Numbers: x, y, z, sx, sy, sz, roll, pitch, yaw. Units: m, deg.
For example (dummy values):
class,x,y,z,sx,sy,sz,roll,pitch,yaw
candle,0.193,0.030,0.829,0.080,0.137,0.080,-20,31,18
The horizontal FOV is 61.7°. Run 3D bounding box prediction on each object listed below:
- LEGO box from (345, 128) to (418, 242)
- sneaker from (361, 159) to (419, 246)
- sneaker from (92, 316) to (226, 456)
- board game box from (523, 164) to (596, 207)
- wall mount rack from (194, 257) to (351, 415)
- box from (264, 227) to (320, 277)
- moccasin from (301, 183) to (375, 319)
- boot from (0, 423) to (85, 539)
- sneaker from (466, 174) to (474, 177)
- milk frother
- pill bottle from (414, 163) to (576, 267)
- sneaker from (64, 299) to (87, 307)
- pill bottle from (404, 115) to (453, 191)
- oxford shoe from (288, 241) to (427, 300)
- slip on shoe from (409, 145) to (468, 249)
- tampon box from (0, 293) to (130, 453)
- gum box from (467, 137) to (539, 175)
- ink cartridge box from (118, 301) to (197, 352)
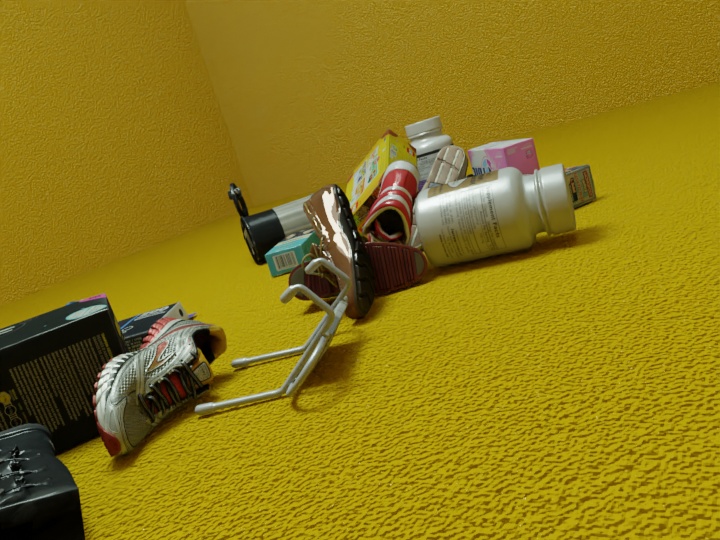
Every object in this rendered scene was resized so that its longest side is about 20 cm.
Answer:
class,x,y,z,sx,sy,sz,roll,pitch,yaw
LEGO box,0.038,-0.159,1.171,0.149,0.077,0.201,-47,22,32
sneaker,0.039,-0.052,0.893,0.071,0.201,0.113,13,48,4
sneaker,-0.200,0.107,0.618,0.081,0.078,0.200,-2,28,13
board game box,0.277,-0.121,1.016,0.198,0.062,0.200,-18,12,-6
wall mount rack,-0.082,0.078,0.632,0.174,0.074,0.200,-54,2,15
box,-0.135,-0.044,1.284,0.082,0.050,0.200,-15,12,10
moccasin,-0.035,-0.023,0.790,0.077,0.203,0.074,-26,-28,12
boot,-0.311,0.193,0.468,0.164,0.066,0.199,-26,19,-29
sneaker,0.169,-0.162,1.290,0.199,0.085,0.077,-8,9,34
milk frother,-0.206,-0.142,1.471,0.187,0.202,0.180,-21,9,-18
pill bottle,0.185,-0.078,0.827,0.198,0.115,0.114,-12,13,23
sneaker,-0.416,0.107,0.803,0.090,0.079,0.200,3,-35,-45
pill bottle,0.166,-0.241,1.374,0.110,0.202,0.111,-16,12,3
oxford shoe,0.000,0.000,0.860,0.198,0.071,0.075,-6,-3,15
slip on shoe,0.131,-0.119,1.050,0.076,0.201,0.061,19,-10,25
tampon box,-0.358,0.123,0.668,0.199,0.127,0.150,-22,14,-22
gum box,0.289,-0.199,1.219,0.066,0.114,0.200,-18,12,-7
ink cartridge box,-0.392,0.109,0.989,0.196,0.044,0.200,-17,11,5
